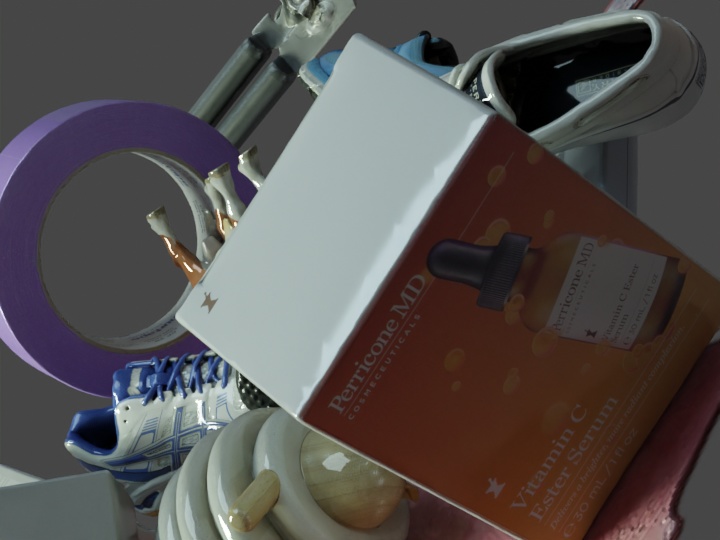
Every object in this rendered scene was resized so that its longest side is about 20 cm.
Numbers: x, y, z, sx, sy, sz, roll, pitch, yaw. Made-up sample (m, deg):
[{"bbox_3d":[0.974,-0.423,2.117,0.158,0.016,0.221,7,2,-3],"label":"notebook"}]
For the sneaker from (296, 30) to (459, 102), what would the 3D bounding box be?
[{"bbox_3d":[0.027,-0.113,1.357,0.090,0.079,0.200,-39,26,-6],"label":"sneaker"}]

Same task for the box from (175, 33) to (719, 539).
[{"bbox_3d":[0.047,0.016,0.929,0.106,0.200,0.153,35,93,47],"label":"box"}]

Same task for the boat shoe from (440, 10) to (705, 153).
[{"bbox_3d":[0.075,-0.083,1.058,0.199,0.066,0.072,-13,69,26],"label":"boat shoe"}]

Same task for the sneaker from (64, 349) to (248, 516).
[{"bbox_3d":[-0.114,0.088,1.332,0.200,0.088,0.076,-40,26,33],"label":"sneaker"}]

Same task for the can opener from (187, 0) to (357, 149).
[{"bbox_3d":[-0.071,-0.159,1.633,0.200,0.053,0.067,-50,-8,19],"label":"can opener"}]

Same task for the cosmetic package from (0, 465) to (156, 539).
[{"bbox_3d":[-0.175,0.187,1.284,0.091,0.107,0.200,-60,21,-10],"label":"cosmetic package"}]

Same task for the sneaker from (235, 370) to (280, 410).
[{"bbox_3d":[0.000,0.000,1.170,0.200,0.074,0.080,-53,11,-2],"label":"sneaker"}]

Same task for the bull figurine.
[{"bbox_3d":[-0.061,-0.013,1.325,0.065,0.122,0.200,-34,4,-33],"label":"bull figurine"}]

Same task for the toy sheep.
[{"bbox_3d":[-0.048,0.140,1.078,0.200,0.138,0.138,-36,31,35],"label":"toy sheep"}]

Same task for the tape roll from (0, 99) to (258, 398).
[{"bbox_3d":[-0.163,-0.016,1.417,0.201,0.200,0.066,-60,23,-7],"label":"tape roll"}]

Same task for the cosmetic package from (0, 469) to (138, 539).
[{"bbox_3d":[-0.153,0.215,1.102,0.107,0.090,0.201,85,173,-73],"label":"cosmetic package"}]

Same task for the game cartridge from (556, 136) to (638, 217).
[{"bbox_3d":[0.078,-0.012,1.143,0.200,0.041,0.134,-39,33,37],"label":"game cartridge"}]
